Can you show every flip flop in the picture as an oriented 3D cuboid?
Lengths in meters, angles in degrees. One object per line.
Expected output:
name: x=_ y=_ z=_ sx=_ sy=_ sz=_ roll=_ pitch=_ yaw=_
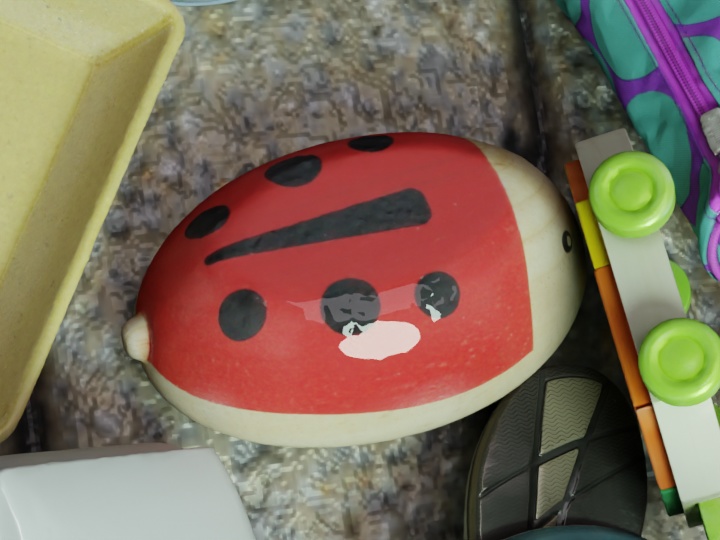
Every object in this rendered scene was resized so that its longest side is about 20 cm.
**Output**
flip flop: x=0.073 y=0.139 z=0.786 sx=0.081 sy=0.058 sz=0.201 roll=0 pitch=93 yaw=-21

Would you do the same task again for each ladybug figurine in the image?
ladybug figurine: x=0.000 y=0.000 z=0.763 sx=0.200 sy=0.072 sz=0.136 roll=-18 pitch=59 yaw=-15

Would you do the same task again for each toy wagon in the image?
toy wagon: x=0.127 y=0.044 z=0.760 sx=0.039 sy=0.155 sz=0.200 roll=-16 pitch=71 yaw=8

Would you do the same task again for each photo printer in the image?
photo printer: x=-0.085 y=0.145 z=0.669 sx=0.069 sy=0.200 sz=0.167 roll=-18 pitch=81 yaw=18

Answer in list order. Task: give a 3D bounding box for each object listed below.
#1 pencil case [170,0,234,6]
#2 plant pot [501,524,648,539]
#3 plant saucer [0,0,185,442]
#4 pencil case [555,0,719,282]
pencil case: x=-0.074 y=-0.214 z=0.799 sx=0.090 sy=0.083 sz=0.201 roll=-6 pitch=80 yaw=-1
plant pot: x=0.118 y=0.212 z=0.674 sx=0.200 sy=0.196 sz=0.201 roll=-3 pitch=97 yaw=-25
plant saucer: x=-0.197 y=-0.054 z=0.745 sx=0.200 sy=0.048 sz=0.200 roll=24 pitch=73 yaw=-11
pencil case: x=0.142 y=-0.095 z=0.807 sx=0.092 sy=0.085 sz=0.200 roll=20 pitch=38 yaw=-54
